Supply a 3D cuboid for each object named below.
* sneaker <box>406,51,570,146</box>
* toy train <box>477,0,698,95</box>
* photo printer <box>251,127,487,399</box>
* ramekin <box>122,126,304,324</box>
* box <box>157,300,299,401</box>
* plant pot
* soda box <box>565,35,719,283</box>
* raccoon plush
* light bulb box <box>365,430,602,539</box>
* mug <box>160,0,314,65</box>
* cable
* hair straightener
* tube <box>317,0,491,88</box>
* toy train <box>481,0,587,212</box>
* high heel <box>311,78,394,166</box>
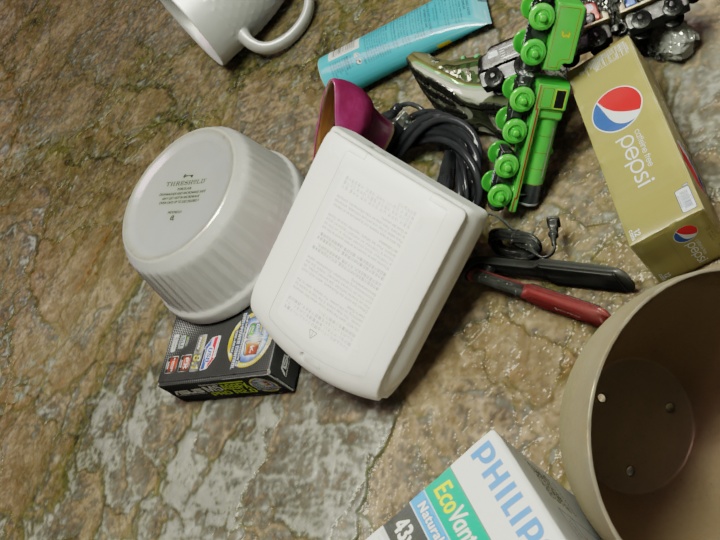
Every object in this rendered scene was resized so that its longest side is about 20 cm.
[{"bbox_3d":[0.128,-0.183,1.031,0.199,0.077,0.089,31,74,40],"label":"sneaker"},{"bbox_3d":[0.195,-0.208,0.928,0.197,0.034,0.047,-19,73,17],"label":"toy train"},{"bbox_3d":[0.000,0.000,0.941,0.165,0.069,0.202,31,103,22],"label":"photo printer"},{"bbox_3d":[-0.159,-0.055,1.099,0.200,0.094,0.205,-22,50,28],"label":"ramekin"},{"bbox_3d":[-0.120,0.031,1.109,0.158,0.044,0.203,-9,57,37],"label":"box"},{"bbox_3d":[0.209,0.105,0.696,0.202,0.198,0.134,-62,10,-12],"label":"plant pot"},{"bbox_3d":[0.233,-0.094,0.873,0.063,0.068,0.202,-28,48,23],"label":"soda box"},{"bbox_3d":[0.222,-0.284,0.959,0.097,0.134,0.199,-51,43,-2],"label":"raccoon plush"},{"bbox_3d":[0.124,0.238,0.647,0.125,0.200,0.199,-41,43,9],"label":"light bulb box"},{"bbox_3d":[-0.143,-0.356,1.333,0.175,0.148,0.200,-44,73,-3],"label":"mug"},{"bbox_3d":[0.038,-0.064,1.042,0.163,0.051,0.201,39,94,40],"label":"cable"},{"bbox_3d":[0.151,-0.008,0.915,0.199,0.041,0.078,15,73,50],"label":"hair straightener"},{"bbox_3d":[0.048,-0.251,1.156,0.198,0.050,0.078,-23,54,21],"label":"tube"},{"bbox_3d":[0.150,-0.142,0.918,0.042,0.055,0.203,-102,19,-59],"label":"toy train"},{"bbox_3d":[-0.041,-0.079,1.011,0.067,0.096,0.202,32,91,42],"label":"high heel"}]
